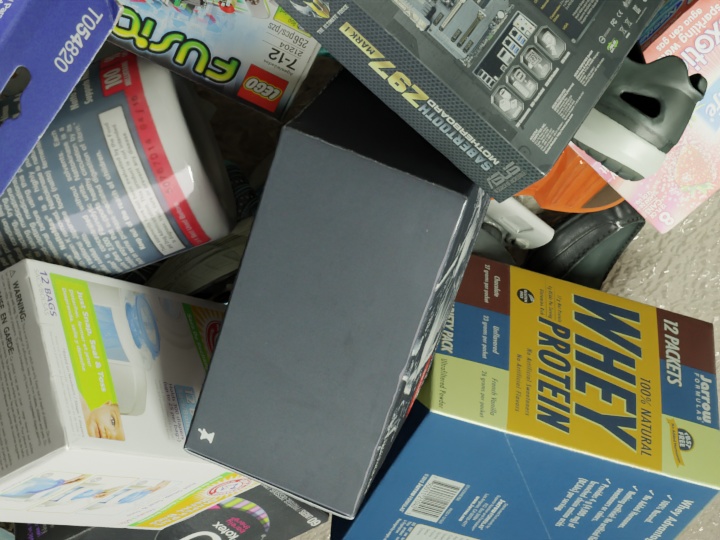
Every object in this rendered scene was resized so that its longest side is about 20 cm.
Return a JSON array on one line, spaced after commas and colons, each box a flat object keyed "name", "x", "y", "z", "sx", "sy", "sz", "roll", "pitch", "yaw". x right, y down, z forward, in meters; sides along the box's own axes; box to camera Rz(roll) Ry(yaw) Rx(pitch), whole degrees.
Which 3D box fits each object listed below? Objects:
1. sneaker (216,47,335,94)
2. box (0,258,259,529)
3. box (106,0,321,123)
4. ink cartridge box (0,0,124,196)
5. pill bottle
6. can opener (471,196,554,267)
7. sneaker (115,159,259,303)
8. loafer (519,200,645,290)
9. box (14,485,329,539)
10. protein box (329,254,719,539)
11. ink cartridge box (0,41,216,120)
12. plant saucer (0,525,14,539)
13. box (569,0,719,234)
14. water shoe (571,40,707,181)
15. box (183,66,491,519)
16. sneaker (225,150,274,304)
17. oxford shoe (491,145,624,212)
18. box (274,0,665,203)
[{"name": "sneaker", "x": -0.016, "y": -0.160, "z": 1.067, "sx": 0.199, "sy": 0.078, "sz": 0.080, "roll": -20, "pitch": 110, "yaw": 23}, {"name": "box", "x": -0.148, "y": 0.076, "z": 1.087, "sx": 0.101, "sy": 0.113, "sz": 0.200, "roll": -27, "pitch": 157, "yaw": 26}, {"name": "box", "x": -0.107, "y": -0.168, "z": 1.014, "sx": 0.199, "sy": 0.035, "sz": 0.110, "roll": 24, "pitch": 128, "yaw": -6}, {"name": "ink cartridge box", "x": -0.239, "y": -0.133, "z": 0.975, "sx": 0.200, "sy": 0.200, "sz": 0.041, "roll": -49, "pitch": 171, "yaw": 36}, {"name": "pill bottle", "x": -0.182, "y": -0.042, "z": 1.090, "sx": 0.199, "sy": 0.120, "sz": 0.120, "roll": -21, "pitch": 141, "yaw": 4}, {"name": "can opener", "x": 0.055, "y": -0.051, "z": 1.239, "sx": 0.052, "sy": 0.067, "sz": 0.200, "roll": -10, "pitch": 144, "yaw": 38}, {"name": "sneaker", "x": -0.138, "y": -0.003, "z": 1.190, "sx": 0.199, "sy": 0.087, "sz": 0.078, "roll": -25, "pitch": 165, "yaw": 21}, {"name": "loafer", "x": 0.138, "y": 0.023, "z": 1.339, "sx": 0.068, "sy": 0.071, "sz": 0.201, "roll": -8, "pitch": 148, "yaw": -43}, {"name": "box", "x": -0.141, "y": 0.156, "z": 1.400, "sx": 0.199, "sy": 0.106, "sz": 0.122, "roll": -27, "pitch": 138, "yaw": 18}, {"name": "protein box", "x": 0.107, "y": 0.116, "z": 1.288, "sx": 0.199, "sy": 0.135, "sz": 0.199, "roll": 16, "pitch": 139, "yaw": -13}, {"name": "ink cartridge box", "x": -0.210, "y": -0.069, "z": 1.176, "sx": 0.160, "sy": 0.047, "sz": 0.200, "roll": 29, "pitch": 108, "yaw": -39}, {"name": "plant saucer", "x": -0.349, "y": 0.229, "z": 1.483, "sx": 0.200, "sy": 0.039, "sz": 0.201, "roll": -8, "pitch": 140, "yaw": -6}, {"name": "box", "x": 0.221, "y": -0.131, "z": 1.133, "sx": 0.095, "sy": 0.103, "sz": 0.200, "roll": 43, "pitch": 119, "yaw": -8}, {"name": "water shoe", "x": 0.116, "y": -0.130, "z": 1.081, "sx": 0.079, "sy": 0.200, "sz": 0.071, "roll": -50, "pitch": 146, "yaw": 10}, {"name": "box", "x": 0.000, "y": 0.000, "z": 1.063, "sx": 0.104, "sy": 0.182, "sz": 0.201, "roll": 22, "pitch": 115, "yaw": 7}, {"name": "sneaker", "x": -0.081, "y": -0.011, "z": 1.246, "sx": 0.076, "sy": 0.081, "sz": 0.200, "roll": 26, "pitch": 108, "yaw": -36}, {"name": "oxford shoe", "x": 0.081, "y": -0.087, "z": 1.195, "sx": 0.199, "sy": 0.073, "sz": 0.071, "roll": 11, "pitch": 137, "yaw": -33}, {"name": "box", "x": 0.072, "y": -0.158, "z": 0.974, "sx": 0.158, "sy": 0.200, "sz": 0.051, "roll": 41, "pitch": 150, "yaw": -11}]
